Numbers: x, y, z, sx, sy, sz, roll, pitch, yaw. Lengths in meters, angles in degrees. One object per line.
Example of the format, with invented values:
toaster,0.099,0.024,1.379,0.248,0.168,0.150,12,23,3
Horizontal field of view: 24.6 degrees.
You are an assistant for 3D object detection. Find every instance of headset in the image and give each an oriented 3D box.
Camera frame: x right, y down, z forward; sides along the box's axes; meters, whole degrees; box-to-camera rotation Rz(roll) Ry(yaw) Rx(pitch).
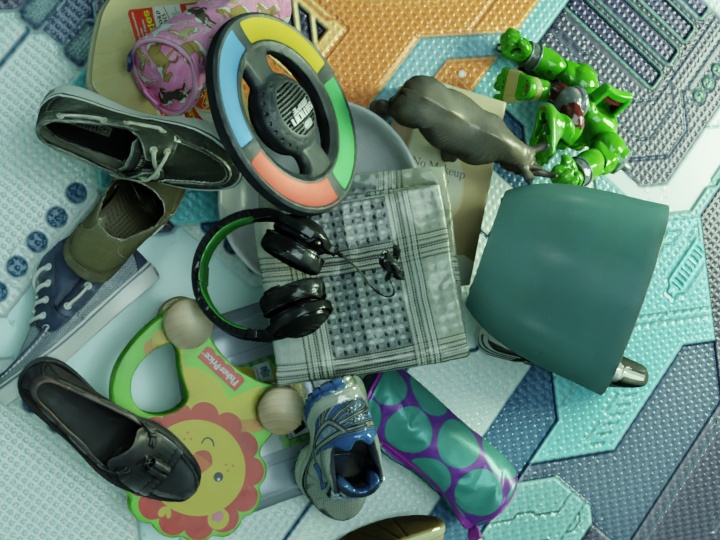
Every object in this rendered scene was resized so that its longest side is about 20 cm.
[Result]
headset,-0.059,0.001,1.522,0.200,0.094,0.124,0,79,7

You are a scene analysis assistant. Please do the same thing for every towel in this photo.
towel,0.000,0.000,1.583,0.192,0.035,0.200,-8,77,0

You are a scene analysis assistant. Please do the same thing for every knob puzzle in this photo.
knob puzzle,-0.198,-0.191,1.606,0.220,0.030,0.220,18,65,-46

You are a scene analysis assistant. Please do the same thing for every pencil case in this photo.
pencil case,0.068,0.181,1.695,0.200,0.085,0.092,40,59,-14
pencil case,-0.141,-0.227,1.592,0.200,0.086,0.083,-49,137,-46

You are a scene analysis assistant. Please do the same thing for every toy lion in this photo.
toy lion,-0.165,0.153,1.589,0.200,0.069,0.192,45,81,-13

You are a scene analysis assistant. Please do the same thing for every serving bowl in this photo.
serving bowl,-0.040,-0.068,1.650,0.200,0.066,0.200,0,78,2

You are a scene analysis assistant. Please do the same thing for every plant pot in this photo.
plant pot,0.199,0.003,1.650,0.161,0.201,0.201,20,79,5

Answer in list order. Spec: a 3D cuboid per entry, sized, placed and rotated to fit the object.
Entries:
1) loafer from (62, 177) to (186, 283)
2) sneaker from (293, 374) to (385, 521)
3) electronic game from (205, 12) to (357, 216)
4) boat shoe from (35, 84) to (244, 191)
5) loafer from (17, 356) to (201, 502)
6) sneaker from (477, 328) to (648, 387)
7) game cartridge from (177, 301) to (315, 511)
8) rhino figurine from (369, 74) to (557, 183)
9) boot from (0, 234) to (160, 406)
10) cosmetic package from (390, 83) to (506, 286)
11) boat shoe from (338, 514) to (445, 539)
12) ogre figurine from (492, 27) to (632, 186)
loafer,-0.209,-0.069,1.581,0.076,0.067,0.200,39,50,-14
sneaker,-0.017,0.193,1.592,0.077,0.200,0.085,-18,51,-13
electronic game,-0.071,-0.146,1.539,0.200,0.042,0.200,30,50,-43
boat shoe,-0.202,-0.108,1.520,0.200,0.064,0.071,15,122,-11
loafer,-0.230,0.155,1.516,0.200,0.063,0.072,38,87,-15
sneaker,0.229,0.054,1.771,0.200,0.075,0.116,16,79,-19
game cartridge,-0.108,0.138,1.656,0.133,0.040,0.200,-18,94,-17
rhino figurine,0.112,-0.135,1.649,0.200,0.087,0.060,27,79,-16
boot,-0.292,0.036,1.578,0.090,0.073,0.200,49,64,-5
cosmetic package,0.076,-0.090,1.719,0.105,0.071,0.200,13,83,-19
boat shoe,-0.001,0.308,1.672,0.200,0.072,0.065,-22,104,-18
ogre figurine,0.222,-0.165,1.757,0.120,0.200,0.098,5,125,-34
